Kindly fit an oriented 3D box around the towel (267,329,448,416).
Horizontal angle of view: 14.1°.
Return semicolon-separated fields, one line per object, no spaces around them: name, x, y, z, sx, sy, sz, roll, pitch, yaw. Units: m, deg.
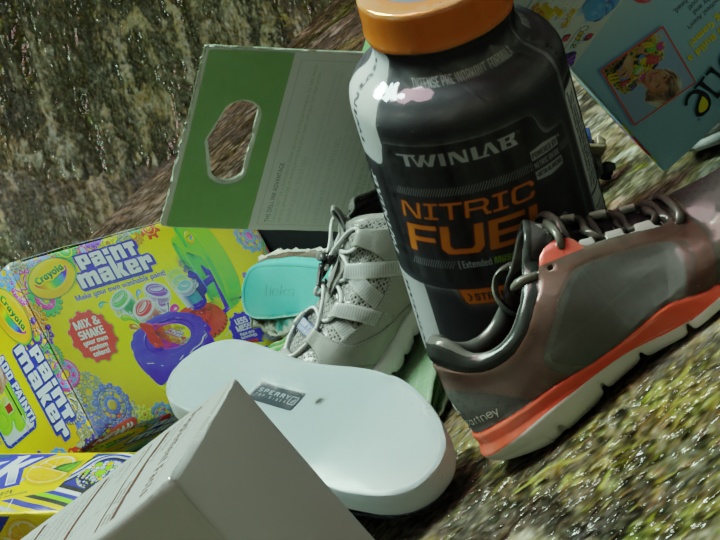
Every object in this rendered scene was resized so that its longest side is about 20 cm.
towel;-0.015;0.071;1.626;0.200;0.023;0.153;-32;28;35

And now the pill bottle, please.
pill bottle;0.057;-0.055;1.389;0.106;0.200;0.106;-13;30;8

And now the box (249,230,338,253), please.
box;0.029;-0.042;1.830;0.122;0.106;0.200;-47;10;-37

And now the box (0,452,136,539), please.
box;-0.195;0.150;1.677;0.200;0.070;0.064;-3;29;30

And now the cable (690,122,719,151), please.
cable;0.233;-0.148;1.610;0.200;0.069;0.200;-38;11;19

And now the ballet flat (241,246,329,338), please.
ballet flat;0.010;0.015;1.730;0.072;0.072;0.200;-45;29;-28

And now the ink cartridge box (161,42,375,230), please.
ink cartridge box;-0.002;-0.081;1.600;0.146;0.200;0.048;108;162;-46

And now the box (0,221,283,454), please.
box;-0.169;0.068;1.820;0.200;0.122;0.193;-18;-15;-45

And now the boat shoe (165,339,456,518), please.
boat shoe;-0.011;0.097;1.451;0.071;0.091;0.200;-44;36;-20

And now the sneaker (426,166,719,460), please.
sneaker;0.114;-0.002;1.331;0.200;0.082;0.077;-41;9;-3

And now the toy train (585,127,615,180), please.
toy train;0.053;-0.072;1.706;0.034;0.200;0.046;115;154;-52

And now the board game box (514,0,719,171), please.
board game box;0.115;-0.163;1.452;0.105;0.200;0.103;-42;35;5

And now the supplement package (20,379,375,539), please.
supplement package;-0.104;0.165;1.315;0.200;0.117;0.117;-37;9;21

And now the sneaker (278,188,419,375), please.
sneaker;0.000;0.000;1.567;0.200;0.082;0.075;-49;25;-5
